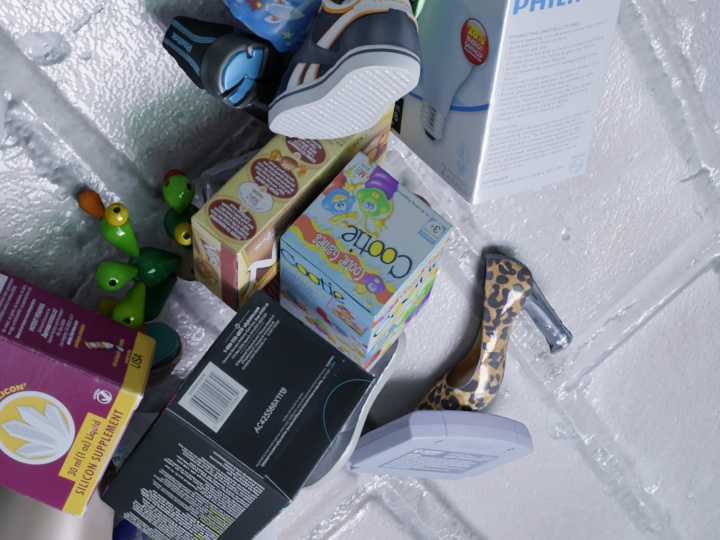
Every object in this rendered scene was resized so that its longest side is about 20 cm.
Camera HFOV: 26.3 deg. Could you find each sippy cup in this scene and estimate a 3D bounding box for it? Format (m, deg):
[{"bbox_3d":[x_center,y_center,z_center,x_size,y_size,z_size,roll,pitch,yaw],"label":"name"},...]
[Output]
[{"bbox_3d":[-0.042,-0.245,1.195,0.130,0.178,0.140,-45,169,20],"label":"sippy cup"}]

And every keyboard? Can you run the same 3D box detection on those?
[{"bbox_3d":[-0.051,-0.103,1.395,0.199,0.011,0.056,-24,141,-20],"label":"keyboard"}]

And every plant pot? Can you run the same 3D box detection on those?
[{"bbox_3d":[-0.302,0.239,1.377,0.199,0.200,0.174,14,98,-44],"label":"plant pot"}]

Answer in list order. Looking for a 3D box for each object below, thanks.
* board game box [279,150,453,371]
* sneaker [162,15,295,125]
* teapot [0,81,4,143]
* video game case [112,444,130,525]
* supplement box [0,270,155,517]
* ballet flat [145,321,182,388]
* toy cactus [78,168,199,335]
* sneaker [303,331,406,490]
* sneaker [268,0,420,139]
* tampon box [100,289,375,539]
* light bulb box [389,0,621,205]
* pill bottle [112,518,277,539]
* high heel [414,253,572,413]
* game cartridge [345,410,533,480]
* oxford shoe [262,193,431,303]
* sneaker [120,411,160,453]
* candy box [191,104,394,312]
[{"bbox_3d":[0.000,0.000,1.325,0.103,0.105,0.200,-48,171,-16],"label":"board game box"},{"bbox_3d":[-0.086,-0.167,1.271,0.073,0.082,0.200,-59,156,4],"label":"sneaker"},{"bbox_3d":[-0.329,-0.098,1.076,0.197,0.146,0.200,-44,138,2],"label":"teapot"},{"bbox_3d":[-0.194,0.221,1.552,0.199,0.018,0.144,-3,126,-36],"label":"video game case"},{"bbox_3d":[-0.283,0.088,1.238,0.199,0.103,0.131,24,112,-10],"label":"supplement box"},{"bbox_3d":[-0.251,0.107,1.379,0.199,0.068,0.067,-18,156,-24],"label":"ballet flat"},{"bbox_3d":[-0.176,-0.008,1.333,0.165,0.102,0.201,-17,134,-52],"label":"toy cactus"},{"bbox_3d":[-0.046,0.124,1.553,0.106,0.075,0.201,20,102,-41],"label":"sneaker"},{"bbox_3d":[-0.010,-0.158,1.172,0.078,0.200,0.080,8,75,-26],"label":"sneaker"},{"bbox_3d":[-0.108,0.142,1.309,0.150,0.126,0.200,-55,-176,-38],"label":"tampon box"},{"bbox_3d":[0.100,-0.198,1.285,0.124,0.198,0.201,-17,133,-28],"label":"light bulb box"},{"bbox_3d":[-0.179,0.274,1.462,0.112,0.113,0.200,8,151,-41],"label":"pill bottle"},{"bbox_3d":[0.111,0.072,1.650,0.200,0.071,0.143,-34,117,10],"label":"high heel"},{"bbox_3d":[0.090,0.192,1.689,0.199,0.041,0.133,12,153,-44],"label":"game cartridge"},{"bbox_3d":[-0.012,0.006,1.473,0.199,0.071,0.074,-29,148,-9],"label":"oxford shoe"},{"bbox_3d":[-0.149,0.140,1.471,0.200,0.075,0.115,29,90,-46],"label":"sneaker"},{"bbox_3d":[-0.056,-0.069,1.300,0.200,0.055,0.116,-46,165,-22],"label":"candy box"}]
